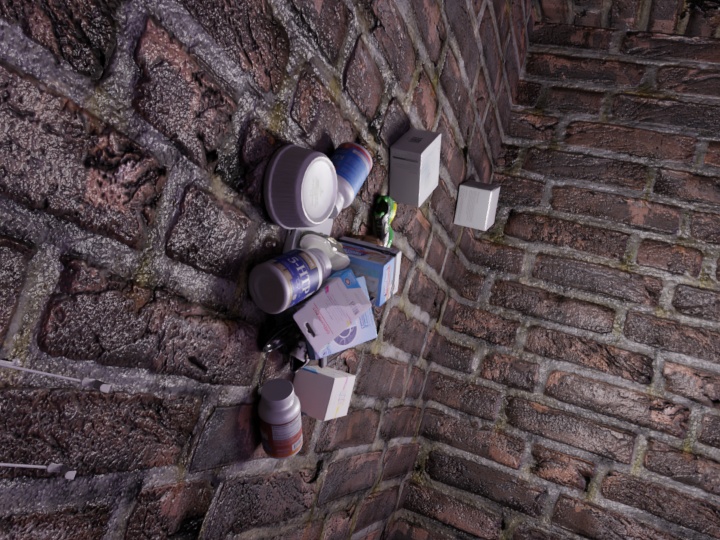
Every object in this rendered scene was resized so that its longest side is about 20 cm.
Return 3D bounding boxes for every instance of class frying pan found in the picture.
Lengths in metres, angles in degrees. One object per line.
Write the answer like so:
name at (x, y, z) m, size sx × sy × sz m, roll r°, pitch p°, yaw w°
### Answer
frying pan at (-0.193, 0.171, 1.634) m, size 0.115 × 0.031 × 0.190 m, roll -41°, pitch 164°, yaw 5°

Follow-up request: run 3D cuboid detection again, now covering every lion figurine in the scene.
lion figurine at (0.034, -0.064, 1.984) m, size 0.200 × 0.121 × 0.073 m, roll 32°, pitch 73°, yaw -68°

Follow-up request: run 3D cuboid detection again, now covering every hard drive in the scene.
hard drive at (-0.136, -0.091, 1.670) m, size 0.200 × 0.026 × 0.134 m, roll 14°, pitch 90°, yaw -69°

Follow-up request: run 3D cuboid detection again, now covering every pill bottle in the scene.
pill bottle at (-0.211, 0.387, 1.660) m, size 0.112 × 0.111 × 0.202 m, roll -48°, pitch 145°, yaw -50°
pill bottle at (-0.054, -0.236, 1.668) m, size 0.113 × 0.111 × 0.201 m, roll 78°, pitch 32°, yaw -49°
pill bottle at (-0.161, 0.015, 1.512) m, size 0.199 × 0.119 × 0.121 m, roll -30°, pitch 131°, yaw -52°

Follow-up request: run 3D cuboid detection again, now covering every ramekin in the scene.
ramekin at (-0.132, -0.193, 1.489) m, size 0.202 × 0.093 × 0.205 m, roll -29°, pitch 124°, yaw -56°

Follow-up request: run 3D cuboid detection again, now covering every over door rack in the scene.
over door rack at (-0.483, 0.208, 0.900) m, size 0.199 × 0.066 × 0.150 m, roll 30°, pitch 74°, yaw -47°

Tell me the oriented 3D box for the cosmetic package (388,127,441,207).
cosmetic package at (0.190, -0.359, 2.200) m, size 0.200 × 0.122 × 0.202 m, roll -50°, pitch 148°, yaw -49°

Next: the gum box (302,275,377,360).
gum box at (-0.062, 0.120, 1.643) m, size 0.198 × 0.044 × 0.172 m, roll -16°, pitch 96°, yaw -32°

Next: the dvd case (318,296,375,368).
dvd case at (-0.037, 0.171, 1.746) m, size 0.199 × 0.016 × 0.150 m, roll -32°, pitch 146°, yaw -29°

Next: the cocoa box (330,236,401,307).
cocoa box at (0.000, 0.000, 1.830) m, size 0.131 × 0.198 × 0.135 m, roll -36°, pitch 137°, yaw -57°

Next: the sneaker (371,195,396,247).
sneaker at (0.063, -0.152, 2.089) m, size 0.085 × 0.077 × 0.203 m, roll 16°, pitch 79°, yaw -62°

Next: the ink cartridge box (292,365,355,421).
ink cartridge box at (-0.109, 0.359, 1.880) m, size 0.200 × 0.127 × 0.127 m, roll 18°, pitch 86°, yaw -70°

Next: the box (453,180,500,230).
box at (0.577, -0.326, 3.126) m, size 0.200 × 0.169 × 0.202 m, roll -31°, pitch 132°, yaw -61°

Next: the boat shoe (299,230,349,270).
boat shoe at (-0.101, -0.061, 1.658) m, size 0.201 × 0.072 × 0.061 m, roll 32°, pitch 28°, yaw -54°

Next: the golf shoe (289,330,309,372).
golf shoe at (-0.140, 0.194, 1.696) m, size 0.095 × 0.077 × 0.202 m, roll -57°, pitch 169°, yaw -56°

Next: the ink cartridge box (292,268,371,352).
ink cartridge box at (-0.081, 0.100, 1.564) m, size 0.199 × 0.068 × 0.116 m, roll -39°, pitch 105°, yaw -29°

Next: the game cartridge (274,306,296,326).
game cartridge at (-0.153, 0.053, 1.669) m, size 0.200 × 0.040 × 0.135 m, roll -36°, pitch 137°, yaw -50°
